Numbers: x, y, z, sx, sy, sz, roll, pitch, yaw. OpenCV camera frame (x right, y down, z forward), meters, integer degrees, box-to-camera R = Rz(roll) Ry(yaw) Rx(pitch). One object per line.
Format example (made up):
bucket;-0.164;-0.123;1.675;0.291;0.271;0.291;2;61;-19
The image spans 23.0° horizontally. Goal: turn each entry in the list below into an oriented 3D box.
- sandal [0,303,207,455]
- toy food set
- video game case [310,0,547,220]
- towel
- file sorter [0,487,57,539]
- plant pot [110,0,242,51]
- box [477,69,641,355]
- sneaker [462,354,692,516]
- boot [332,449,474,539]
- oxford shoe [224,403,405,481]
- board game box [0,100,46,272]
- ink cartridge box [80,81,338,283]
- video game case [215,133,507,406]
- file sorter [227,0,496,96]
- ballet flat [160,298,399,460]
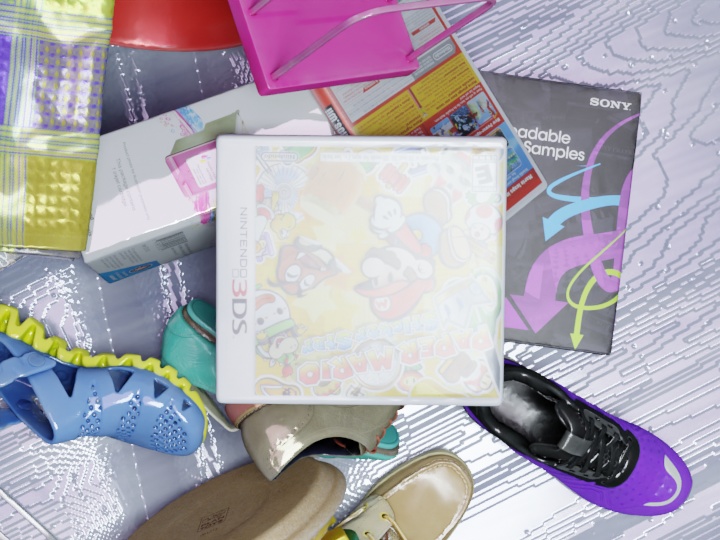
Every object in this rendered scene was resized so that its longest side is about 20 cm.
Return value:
sandal;-0.210;0.099;1.300;0.198;0.087;0.080;17;130;3
toy food set;-0.097;0.198;1.258;0.199;0.198;0.049;-27;104;-6
video game case;0.040;-0.112;1.260;0.143;0.017;0.201;-36;96;-41
towel;-0.238;-0.108;1.170;0.142;0.023;0.202;8;91;-23
file sorter;-0.326;0.241;1.274;0.124;0.139;0.200;43;87;-4
plant pot;-0.147;-0.273;1.279;0.198;0.201;0.179;3;78;-3
box;0.131;-0.044;1.336;0.141;0.036;0.202;7;87;-3
sneaker;0.160;0.130;1.318;0.199;0.100;0.070;28;89;-1
boot;0.009;0.212;1.280;0.199;0.155;0.073;-38;91;-3
oxford shoe;0.004;0.098;1.275;0.198;0.071;0.075;-19;71;-20
board game box;-0.308;-0.095;1.240;0.096;0.159;0.201;-32;105;-18
ink cartridge box;-0.111;-0.068;1.286;0.198;0.145;0.086;-18;84;-3
video game case;0.000;0.000;1.205;0.197;0.023;0.184;0;96;0
file sorter;-0.013;-0.239;1.174;0.138;0.125;0.202;-13;81;-39
ballet flat;-0.066;0.100;1.334;0.199;0.067;0.071;33;111;-2
